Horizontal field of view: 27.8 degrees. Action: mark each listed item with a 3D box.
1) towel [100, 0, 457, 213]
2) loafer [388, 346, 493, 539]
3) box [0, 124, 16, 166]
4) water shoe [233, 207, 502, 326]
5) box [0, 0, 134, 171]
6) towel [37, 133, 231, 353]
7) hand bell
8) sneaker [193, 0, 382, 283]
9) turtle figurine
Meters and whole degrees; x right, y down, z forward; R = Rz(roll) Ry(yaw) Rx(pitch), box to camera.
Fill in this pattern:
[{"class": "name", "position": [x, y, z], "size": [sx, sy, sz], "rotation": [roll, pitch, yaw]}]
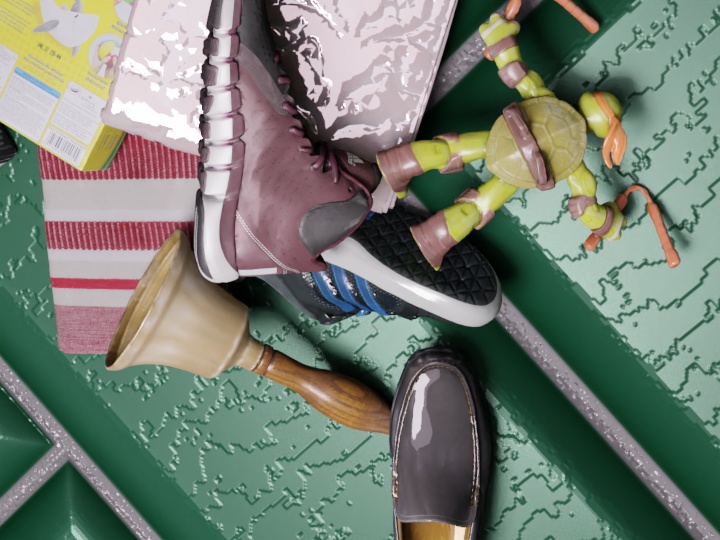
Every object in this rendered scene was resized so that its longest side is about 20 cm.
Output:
[{"class": "towel", "position": [-0.047, -0.153, 0.932], "size": [0.200, 0.032, 0.191], "rotation": [17, 104, -2]}, {"class": "loafer", "position": [0.054, 0.152, 0.975], "size": [0.073, 0.072, 0.200], "rotation": [-2, 105, 4]}, {"class": "box", "position": [-0.360, -0.129, 1.030], "size": [0.122, 0.106, 0.200], "rotation": [-31, 92, 20]}, {"class": "water shoe", "position": [0.000, 0.000, 0.975], "size": [0.200, 0.072, 0.079], "rotation": [23, 131, 16]}, {"class": "box", "position": [-0.181, -0.181, 0.979], "size": [0.117, 0.048, 0.200], "rotation": [32, 103, 10]}, {"class": "towel", "position": [-0.160, -0.037, 1.034], "size": [0.144, 0.023, 0.200], "rotation": [1, 102, 20]}, {"class": "hand bell", "position": [-0.060, 0.063, 0.986], "size": [0.200, 0.104, 0.104], "rotation": [28, 112, -16]}, {"class": "sneaker", "position": [-0.042, -0.090, 0.901], "size": [0.115, 0.076, 0.200], "rotation": [2, 106, -9]}, {"class": "turtle figurine", "position": [0.102, -0.064, 0.899], "size": [0.161, 0.064, 0.200], "rotation": [-27, 97, 8]}]
